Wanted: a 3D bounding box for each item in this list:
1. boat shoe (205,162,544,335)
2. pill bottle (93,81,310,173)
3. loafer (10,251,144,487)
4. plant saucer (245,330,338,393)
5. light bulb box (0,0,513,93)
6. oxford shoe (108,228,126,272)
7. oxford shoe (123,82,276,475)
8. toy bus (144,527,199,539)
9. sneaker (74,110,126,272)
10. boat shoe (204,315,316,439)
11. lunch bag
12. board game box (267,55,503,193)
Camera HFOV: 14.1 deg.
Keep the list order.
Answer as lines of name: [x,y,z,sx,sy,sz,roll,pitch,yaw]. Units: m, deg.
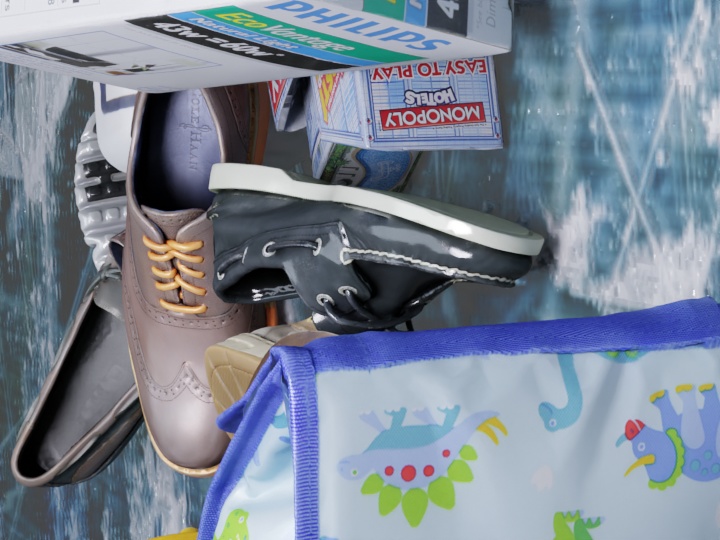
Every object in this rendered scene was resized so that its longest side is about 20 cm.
boat shoe: [-0.002,-0.001,1.159,0.199,0.074,0.066,12,89,50]
pill bottle: [-0.073,-0.106,1.395,0.111,0.111,0.201,157,110,-73]
loafer: [-0.122,0.036,1.548,0.200,0.072,0.063,-59,-8,17]
plant saucer: [0.008,0.120,1.138,0.200,0.032,0.201,38,143,36]
light bulb box: [-0.049,-0.178,1.112,0.200,0.125,0.199,-2,83,43]
oxford shoe: [-0.074,0.064,1.467,0.071,0.073,0.200,119,135,-58]
oxford shoe: [-0.081,-0.005,1.297,0.073,0.071,0.201,-21,-71,-74]
toy bus: [-0.086,0.190,1.344,0.200,0.135,0.192,-116,9,-57]
sneaker: [-0.122,-0.005,1.655,0.081,0.075,0.200,104,159,-67]
boat shoe: [0.017,0.059,1.174,0.200,0.069,0.074,26,136,48]
lunch bag: [0.040,0.094,0.932,0.128,0.170,0.200,-114,26,-44]
board game box: [0.001,-0.112,1.228,0.200,0.062,0.200,116,148,-58]
